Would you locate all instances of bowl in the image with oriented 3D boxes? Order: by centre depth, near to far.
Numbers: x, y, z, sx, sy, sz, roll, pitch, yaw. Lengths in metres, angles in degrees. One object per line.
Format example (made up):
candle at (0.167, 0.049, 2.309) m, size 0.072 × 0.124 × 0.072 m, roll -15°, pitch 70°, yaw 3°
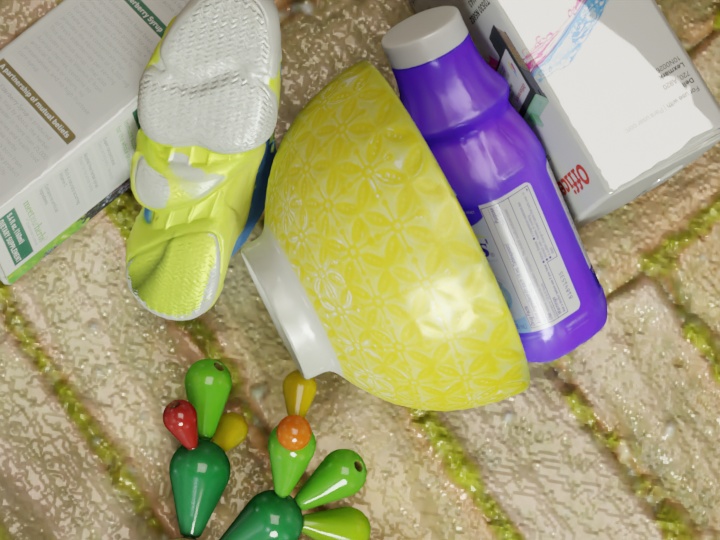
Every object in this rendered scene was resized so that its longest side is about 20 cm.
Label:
bowl at (0.000, 0.000, 1.358) m, size 0.107 × 0.200 × 0.201 m, roll -27°, pitch 85°, yaw -5°

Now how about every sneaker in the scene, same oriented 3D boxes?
sneaker at (-0.080, -0.077, 1.376) m, size 0.075 × 0.105 × 0.201 m, roll 22°, pitch 117°, yaw 5°

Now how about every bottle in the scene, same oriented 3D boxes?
bottle at (0.071, -0.048, 1.396) m, size 0.065 × 0.083 × 0.201 m, roll -32°, pitch 113°, yaw -17°

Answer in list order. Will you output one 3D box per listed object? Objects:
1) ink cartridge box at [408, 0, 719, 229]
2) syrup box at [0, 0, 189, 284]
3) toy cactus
ink cartridge box at (0.106, -0.130, 1.419) m, size 0.084 × 0.145 × 0.201 m, roll -30°, pitch 86°, yaw -12°
syrup box at (-0.150, -0.094, 1.398) m, size 0.200 × 0.079 × 0.081 m, roll -39°, pitch 70°, yaw -13°
toy cactus at (-0.064, 0.154, 1.377) m, size 0.164 × 0.102 × 0.201 m, roll -31°, pitch 94°, yaw -3°
